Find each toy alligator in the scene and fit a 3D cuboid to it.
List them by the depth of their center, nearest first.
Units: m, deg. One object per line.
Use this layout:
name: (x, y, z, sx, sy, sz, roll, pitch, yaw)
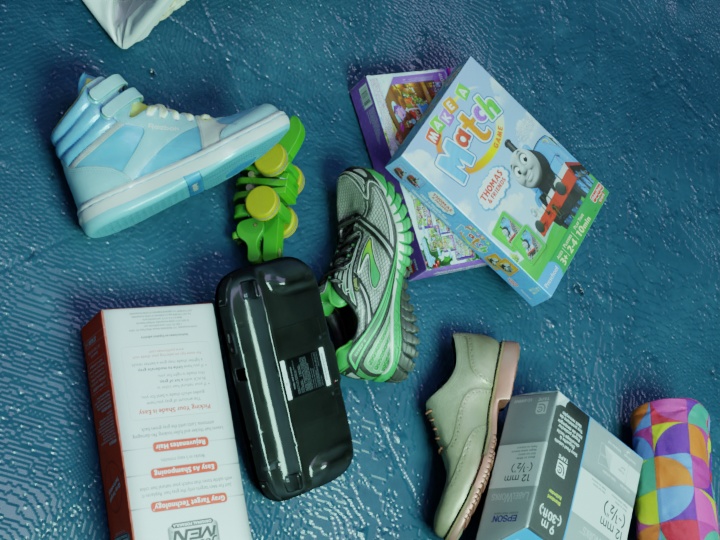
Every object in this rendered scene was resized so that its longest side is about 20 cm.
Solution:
toy alligator: (-0.091, -0.045, 1.152, 0.054, 0.059, 0.202, 4, 73, 19)

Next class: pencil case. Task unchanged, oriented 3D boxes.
pencil case: (0.302, 0.222, 1.239, 0.088, 0.088, 0.201, 22, 52, -22)

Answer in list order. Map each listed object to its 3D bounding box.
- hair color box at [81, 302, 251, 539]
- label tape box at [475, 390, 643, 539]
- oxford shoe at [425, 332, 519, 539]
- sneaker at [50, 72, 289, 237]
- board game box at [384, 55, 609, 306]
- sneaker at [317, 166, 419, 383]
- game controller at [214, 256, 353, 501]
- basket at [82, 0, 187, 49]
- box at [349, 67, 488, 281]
hair color box: (-0.157, 0.132, 1.041, 0.101, 0.061, 0.202, -2, 73, -30)
label tape box: (0.179, 0.232, 1.176, 0.143, 0.066, 0.201, 38, 55, -33)
oxford shoe: (0.090, 0.151, 1.186, 0.073, 0.071, 0.201, 16, 64, 4)
sneaker: (-0.168, -0.126, 1.093, 0.199, 0.080, 0.131, -27, 85, -16)
board game box: (0.136, -0.088, 1.255, 0.200, 0.037, 0.152, 41, 57, -11)
sneaker: (0.000, 0.000, 1.168, 0.085, 0.078, 0.202, 3, 72, -28)
game controller: (-0.062, 0.091, 1.104, 0.104, 0.042, 0.202, -18, 98, -47)
basket: (-0.204, -0.324, 1.135, 0.123, 0.135, 0.201, -40, 94, -38)
box: (0.081, -0.099, 1.272, 0.136, 0.039, 0.202, -10, 78, -32)
